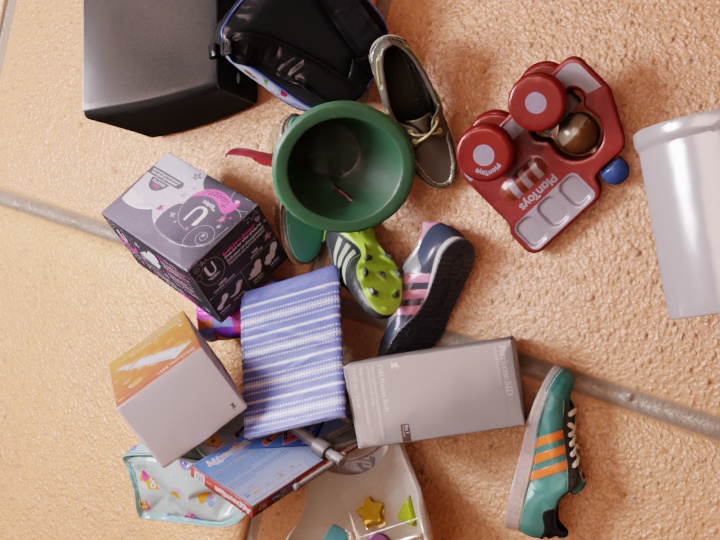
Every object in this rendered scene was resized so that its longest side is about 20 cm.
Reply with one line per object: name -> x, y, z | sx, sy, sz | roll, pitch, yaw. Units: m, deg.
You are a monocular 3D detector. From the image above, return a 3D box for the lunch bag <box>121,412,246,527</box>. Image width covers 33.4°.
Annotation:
lunch bag -> -0.174, 0.242, 1.537 | 0.200, 0.170, 0.122 | -4, 107, 30

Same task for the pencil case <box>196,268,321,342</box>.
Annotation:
pencil case -> -0.124, 0.051, 1.573 | 0.200, 0.088, 0.088 | -7, 85, 31

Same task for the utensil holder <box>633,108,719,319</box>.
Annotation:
utensil holder -> 0.385, -0.058, 1.244 | 0.170, 0.170, 0.200 | -11, 86, 29

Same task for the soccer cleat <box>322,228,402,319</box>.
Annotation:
soccer cleat -> 0.000, 0.000, 1.488 | 0.081, 0.067, 0.200 | -64, 31, 34

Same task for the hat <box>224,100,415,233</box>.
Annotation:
hat -> -0.044, -0.157, 1.504 | 0.176, 0.200, 0.166 | -112, 43, -65

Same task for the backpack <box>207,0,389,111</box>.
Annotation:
backpack -> -0.067, -0.289, 1.494 | 0.190, 0.154, 0.200 | 40, 91, -11

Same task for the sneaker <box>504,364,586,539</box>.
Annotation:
sneaker -> 0.228, 0.212, 1.383 | 0.080, 0.071, 0.200 | 14, 96, 17

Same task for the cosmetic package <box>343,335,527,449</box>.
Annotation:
cosmetic package -> 0.092, 0.143, 1.414 | 0.200, 0.090, 0.107 | -11, 87, 12

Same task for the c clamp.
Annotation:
c clamp -> -0.072, 0.179, 1.484 | 0.200, 0.171, 0.027 | 34, 130, 39

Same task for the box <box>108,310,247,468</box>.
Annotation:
box -> -0.232, 0.143, 1.490 | 0.124, 0.200, 0.098 | -36, 108, -6

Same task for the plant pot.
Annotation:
plant pot -> -0.242, -0.292, 1.599 | 0.177, 0.200, 0.200 | 0, 88, 17

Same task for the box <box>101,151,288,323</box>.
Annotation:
box -> -0.216, -0.049, 1.564 | 0.132, 0.115, 0.200 | -46, 50, -16

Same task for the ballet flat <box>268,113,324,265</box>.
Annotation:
ballet flat -> -0.088, -0.104, 1.578 | 0.065, 0.070, 0.200 | -8, 81, 56

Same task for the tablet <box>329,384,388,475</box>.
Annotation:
tablet -> -0.008, 0.248, 1.542 | 0.130, 0.014, 0.200 | -21, 79, 27

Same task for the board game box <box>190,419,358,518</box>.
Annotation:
board game box -> -0.097, 0.222, 1.450 | 0.103, 0.200, 0.019 | 28, 126, 31

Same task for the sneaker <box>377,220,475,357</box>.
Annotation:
sneaker -> 0.070, 0.032, 1.485 | 0.200, 0.070, 0.082 | -61, 40, 16

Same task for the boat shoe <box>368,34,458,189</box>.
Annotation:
boat shoe -> 0.066, -0.187, 1.447 | 0.072, 0.060, 0.202 | -23, 103, 2

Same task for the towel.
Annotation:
towel -> -0.082, 0.099, 1.457 | 0.145, 0.024, 0.200 | -17, 61, 25

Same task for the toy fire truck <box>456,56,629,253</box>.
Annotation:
toy fire truck -> 0.217, -0.139, 1.385 | 0.168, 0.112, 0.200 | 45, 112, -3

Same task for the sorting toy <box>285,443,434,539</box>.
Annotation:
sorting toy -> 0.005, 0.290, 1.477 | 0.200, 0.107, 0.180 | -22, 59, 21
